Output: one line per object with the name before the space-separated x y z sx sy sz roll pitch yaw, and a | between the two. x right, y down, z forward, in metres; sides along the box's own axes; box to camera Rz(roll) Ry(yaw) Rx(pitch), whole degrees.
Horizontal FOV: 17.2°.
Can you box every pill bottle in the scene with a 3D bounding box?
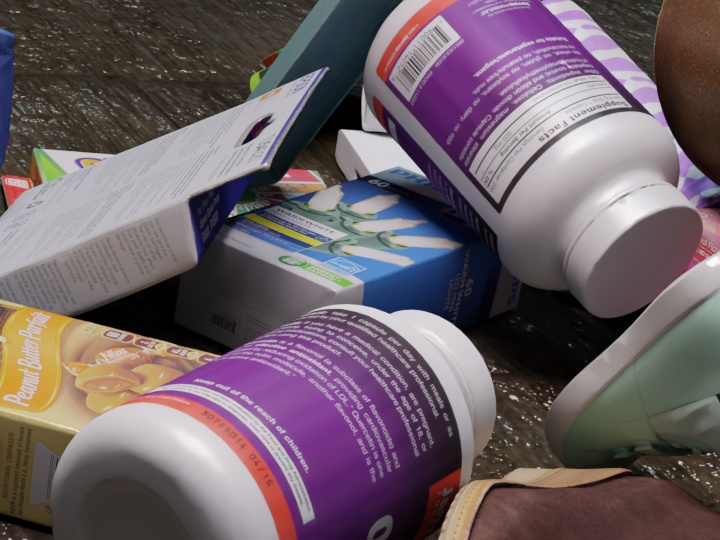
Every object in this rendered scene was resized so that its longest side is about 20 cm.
pill bottle | -0.028 0.083 1.005 0.112 0.113 0.200 22 30 31
pill bottle | 0.096 -0.068 1.302 0.112 0.113 0.200 -8 45 -39

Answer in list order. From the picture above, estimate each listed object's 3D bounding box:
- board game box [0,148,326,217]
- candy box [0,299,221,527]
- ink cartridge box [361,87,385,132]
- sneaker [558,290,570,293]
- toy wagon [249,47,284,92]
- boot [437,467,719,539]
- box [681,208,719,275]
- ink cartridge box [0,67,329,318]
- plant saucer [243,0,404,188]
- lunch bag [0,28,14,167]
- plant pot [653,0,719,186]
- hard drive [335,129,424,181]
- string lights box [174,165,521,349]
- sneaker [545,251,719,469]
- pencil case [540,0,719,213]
board game box | -0.114 -0.041 1.440 0.200 0.030 0.096 1 22 -14
candy box | -0.167 0.061 1.102 0.200 0.055 0.115 14 21 9
ink cartridge box | 0.111 -0.114 1.643 0.200 0.050 0.161 5 10 9
sneaker | 0.164 -0.004 1.435 0.200 0.073 0.085 20 51 14
toy wagon | -0.005 -0.157 1.647 0.155 0.040 0.200 -25 4 29
boot | 0.122 0.135 1.011 0.166 0.073 0.200 13 17 16
box | 0.252 0.046 1.264 0.094 0.103 0.200 -2 25 -30
ink cartridge box | -0.113 -0.031 1.254 0.200 0.043 0.196 -20 15 15
plant saucer | -0.029 -0.113 1.375 0.070 0.200 0.019 -12 61 -43
lunch bag | -0.292 -0.077 1.296 0.200 0.133 0.136 8 -1 -8
plant pot | 0.269 -0.093 1.210 0.186 0.187 0.200 5 17 -13
hard drive | 0.094 -0.055 1.566 0.200 0.026 0.132 4 21 -16
string lights box | 0.000 0.000 1.331 0.103 0.059 0.200 23 24 29
sneaker | 0.158 0.083 1.111 0.074 0.200 0.118 -24 73 -26
pencil case | 0.146 -0.075 1.392 0.085 0.084 0.200 -33 55 -10
